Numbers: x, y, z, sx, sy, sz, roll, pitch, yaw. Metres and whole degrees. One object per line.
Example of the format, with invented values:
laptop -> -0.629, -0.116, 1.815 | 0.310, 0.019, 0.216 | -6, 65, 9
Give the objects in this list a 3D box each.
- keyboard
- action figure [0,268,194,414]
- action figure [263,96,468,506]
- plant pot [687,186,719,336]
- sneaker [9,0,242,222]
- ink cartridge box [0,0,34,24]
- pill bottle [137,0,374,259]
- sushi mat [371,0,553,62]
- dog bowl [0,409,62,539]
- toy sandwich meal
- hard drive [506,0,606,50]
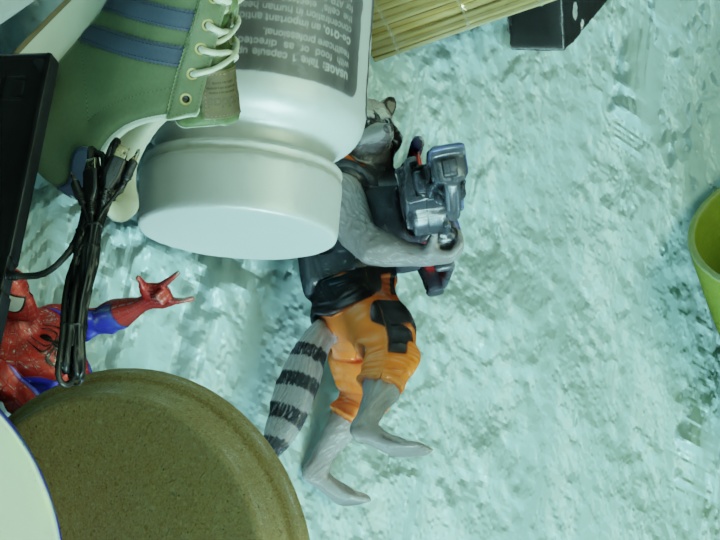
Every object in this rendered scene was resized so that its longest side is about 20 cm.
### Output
keyboard -> -0.153, 0.004, 0.883 | 0.021, 0.126, 0.202 | 38, 57, -59
action figure -> -0.097, 0.077, 0.953 | 0.065, 0.098, 0.201 | -50, 117, -40
action figure -> 0.000, 0.000, 1.047 | 0.103, 0.200, 0.195 | 1, 71, -2
plant pot -> 0.314, 0.052, 1.358 | 0.187, 0.186, 0.202 | -43, 130, -41
sneaker -> -0.074, -0.104, 0.921 | 0.090, 0.200, 0.067 | 49, 25, 8
ink cartridge box -> -0.188, -0.204, 0.903 | 0.147, 0.083, 0.201 | -44, 116, -40
pill bottle -> -0.050, -0.113, 1.016 | 0.113, 0.113, 0.202 | 18, 70, -44
sushi mat -> 0.077, -0.182, 1.114 | 0.012, 0.198, 0.096 | -59, 129, -64
dog bowl -> -0.210, 0.113, 0.776 | 0.198, 0.079, 0.202 | -2, 94, -22
toy sandwich meal -> -0.098, 0.136, 0.869 | 0.070, 0.203, 0.207 | 23, 66, -61
hard drive -> 0.120, -0.219, 1.208 | 0.200, 0.037, 0.141 | -49, 138, -59
